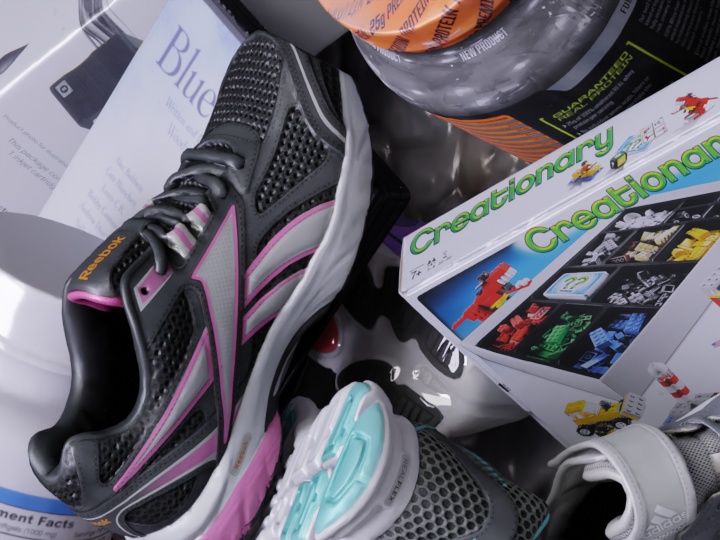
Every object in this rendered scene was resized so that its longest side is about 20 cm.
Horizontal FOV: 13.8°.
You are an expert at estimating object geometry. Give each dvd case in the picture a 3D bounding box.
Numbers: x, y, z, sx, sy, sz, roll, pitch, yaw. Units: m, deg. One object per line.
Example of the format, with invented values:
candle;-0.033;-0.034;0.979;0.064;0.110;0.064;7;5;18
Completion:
dvd case;-0.074;0.001;1.181;0.143;0.018;0.200;49;118;31

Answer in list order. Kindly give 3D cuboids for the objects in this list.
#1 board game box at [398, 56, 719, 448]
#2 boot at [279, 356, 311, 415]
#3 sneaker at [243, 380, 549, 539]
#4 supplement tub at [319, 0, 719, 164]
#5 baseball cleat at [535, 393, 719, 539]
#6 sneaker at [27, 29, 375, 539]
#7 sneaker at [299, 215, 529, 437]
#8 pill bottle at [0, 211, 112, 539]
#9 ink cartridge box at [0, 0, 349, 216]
board game box;0.129;-0.008;1.055;0.200;0.126;0.035;-29;35;28
boot;-0.091;0.059;1.250;0.097;0.075;0.201;30;93;44
sneaker;0.009;0.093;1.082;0.200;0.091;0.078;164;128;-77
supplement tub;0.077;-0.099;1.081;0.122;0.200;0.123;-14;66;35
baseball cleat;0.145;0.065;1.032;0.200;0.106;0.070;-34;69;32
sneaker;-0.060;0.003;1.072;0.080;0.086;0.201;-4;67;50
sneaker;0.000;0.000;1.184;0.200;0.083;0.081;46;117;31
pill bottle;-0.148;0.083;1.157;0.112;0.112;0.201;38;113;41
ink cartridge box;-0.096;-0.120;1.281;0.200;0.084;0.145;-35;33;25
